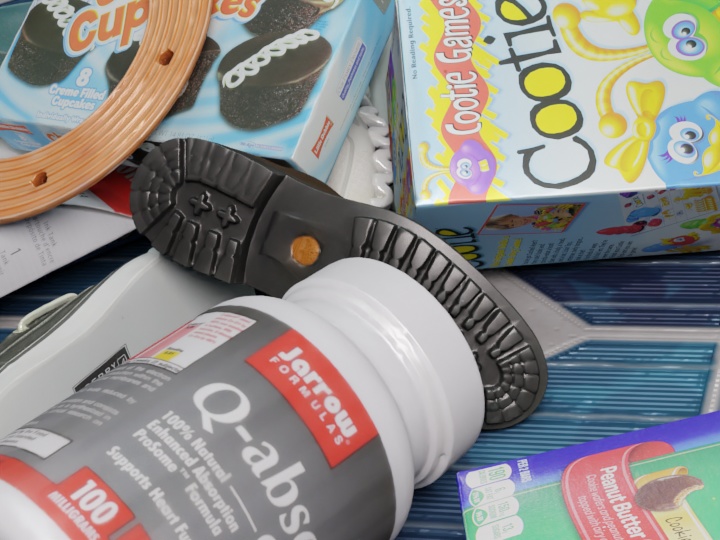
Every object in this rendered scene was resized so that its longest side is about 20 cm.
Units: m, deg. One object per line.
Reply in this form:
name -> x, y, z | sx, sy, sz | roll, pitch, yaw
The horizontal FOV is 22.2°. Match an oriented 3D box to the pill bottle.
pill bottle -> -0.053, 0.079, 0.682 | 0.116, 0.116, 0.200 | 17, 39, 40

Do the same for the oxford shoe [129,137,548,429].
oxford shoe -> 0.000, 0.000, 0.818 | 0.200, 0.073, 0.084 | 34, 10, 12

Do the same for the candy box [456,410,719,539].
candy box -> 0.140, 0.109, 0.579 | 0.200, 0.077, 0.169 | -13, 22, 3

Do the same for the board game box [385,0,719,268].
board game box -> 0.116, -0.067, 0.847 | 0.200, 0.103, 0.105 | -4, -17, -3

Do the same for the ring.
ring -> -0.158, -0.108, 0.915 | 0.200, 0.019, 0.201 | -13, 58, 21

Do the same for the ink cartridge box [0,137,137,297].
ink cartridge box -> -0.178, -0.053, 0.966 | 0.200, 0.050, 0.161 | -30, 33, -18

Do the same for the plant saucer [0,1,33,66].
plant saucer -> -0.141, -0.129, 1.075 | 0.200, 0.036, 0.200 | -1, 18, 0

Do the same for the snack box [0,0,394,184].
snack box -> -0.086, -0.107, 0.911 | 0.200, 0.037, 0.116 | 9, 67, 32

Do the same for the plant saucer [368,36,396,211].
plant saucer -> 0.088, -0.104, 0.954 | 0.200, 0.050, 0.200 | -7, 57, 10

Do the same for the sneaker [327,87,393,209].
sneaker -> -0.031, -0.084, 0.948 | 0.081, 0.075, 0.200 | 15, 53, -31

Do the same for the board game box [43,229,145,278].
board game box -> -0.121, -0.068, 1.061 | 0.200, 0.035, 0.135 | -23, 31, -23

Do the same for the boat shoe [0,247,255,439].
boat shoe -> -0.124, 0.039, 0.825 | 0.064, 0.071, 0.200 | -1, 22, 36
